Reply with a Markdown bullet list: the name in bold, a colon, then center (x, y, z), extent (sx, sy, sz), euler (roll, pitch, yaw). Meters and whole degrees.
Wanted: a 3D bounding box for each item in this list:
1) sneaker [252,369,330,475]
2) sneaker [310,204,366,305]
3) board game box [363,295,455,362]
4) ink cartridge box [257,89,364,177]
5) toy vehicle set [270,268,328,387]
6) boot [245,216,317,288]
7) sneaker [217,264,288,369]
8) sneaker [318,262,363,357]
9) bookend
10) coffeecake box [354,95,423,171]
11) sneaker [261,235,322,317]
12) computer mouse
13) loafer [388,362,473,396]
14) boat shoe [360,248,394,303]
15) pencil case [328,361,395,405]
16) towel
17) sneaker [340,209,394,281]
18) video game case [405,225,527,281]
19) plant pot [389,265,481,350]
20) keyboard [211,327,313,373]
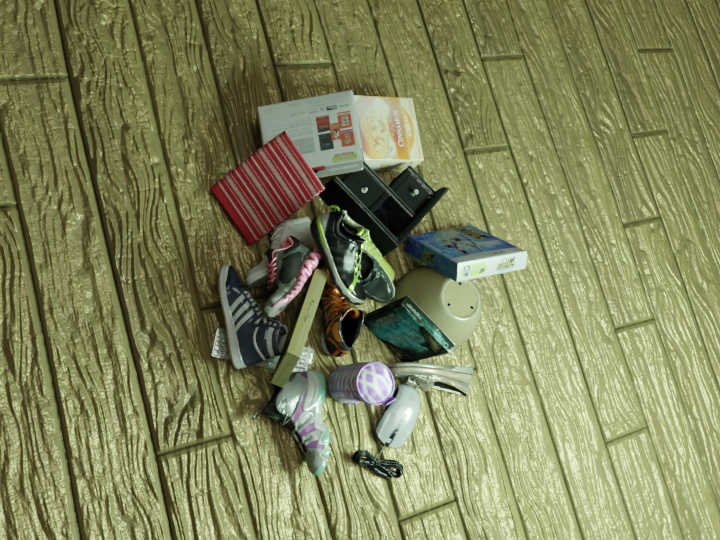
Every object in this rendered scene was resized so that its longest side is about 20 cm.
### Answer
- **sneaker**: center (-0.135, 0.289, 1.403), extent (0.140, 0.078, 0.200), euler (3, 64, -22)
- **sneaker**: center (-0.024, -0.028, 1.420), extent (0.083, 0.072, 0.200), euler (-24, 102, 14)
- **board game box**: center (0.092, 0.123, 1.480), extent (0.135, 0.200, 0.028), euler (45, 66, -6)
- **ink cartridge box**: center (-0.098, -0.260, 1.527), extent (0.200, 0.084, 0.176), euler (-9, 78, 2)
- **toy vehicle set**: center (-0.116, 0.108, 1.404), extent (0.026, 0.124, 0.200), euler (22, 51, -7)
- **boot**: center (-0.165, -0.041, 1.492), extent (0.200, 0.074, 0.096), euler (-27, 81, -37)
- **sneaker**: center (-0.201, 0.078, 1.399), extent (0.108, 0.070, 0.200), euler (-13, 78, 7)
- **sneaker**: center (-0.036, 0.070, 1.486), extent (0.077, 0.112, 0.200), euler (-3, 75, -26)
- **bookend**: center (0.051, -0.170, 1.609), extent (0.199, 0.092, 0.200), euler (46, 61, -6)
- **coffeecake box**: center (0.026, -0.304, 1.648), extent (0.200, 0.073, 0.154), euler (-4, 78, -25)
- **sneaker**: center (-0.148, 0.005, 1.390), extent (0.095, 0.079, 0.200), euler (39, 41, -8)
- **computer mouse**: center (0.069, 0.318, 1.501), extent (0.110, 0.044, 0.200), euler (32, 64, -12)
- **loafer**: center (0.152, 0.229, 1.553), extent (0.200, 0.072, 0.063), euler (7, 75, -26)
- **boat shoe**: center (0.002, -0.002, 1.504), extent (0.074, 0.066, 0.199), euler (-36, 107, 3)
- **pencil case**: center (-0.001, 0.220, 1.416), extent (0.084, 0.200, 0.086), euler (-29, 90, -18)
- **towel**: center (-0.186, -0.161, 1.467), extent (0.200, 0.022, 0.145), euler (-35, 91, 14)
- **sneaker**: center (-0.002, -0.044, 1.553), extent (0.200, 0.076, 0.075), euler (41, 51, -11)
- **video game case**: center (0.225, -0.041, 1.598), extent (0.181, 0.200, 0.046), euler (-9, 114, -27)
- **plant pot**: center (0.180, 0.073, 1.574), extent (0.200, 0.134, 0.201), euler (8, 71, -23)
- **keyboard**: center (-0.189, 0.161, 1.447), extent (0.200, 0.011, 0.056), euler (15, 69, -20)
